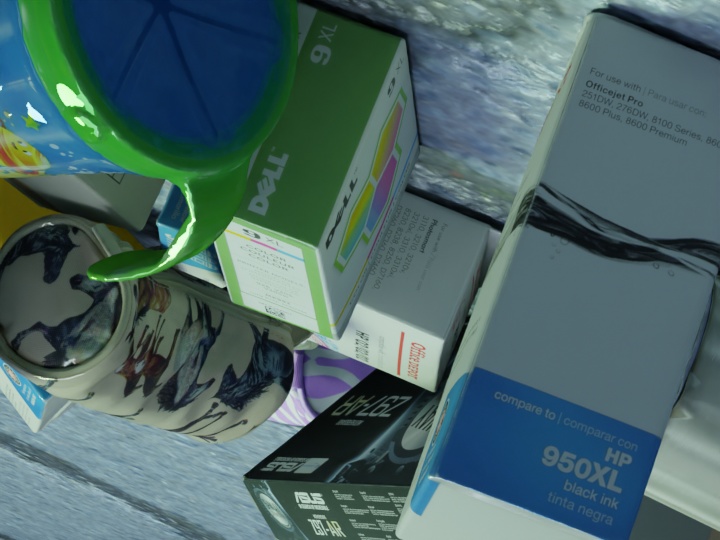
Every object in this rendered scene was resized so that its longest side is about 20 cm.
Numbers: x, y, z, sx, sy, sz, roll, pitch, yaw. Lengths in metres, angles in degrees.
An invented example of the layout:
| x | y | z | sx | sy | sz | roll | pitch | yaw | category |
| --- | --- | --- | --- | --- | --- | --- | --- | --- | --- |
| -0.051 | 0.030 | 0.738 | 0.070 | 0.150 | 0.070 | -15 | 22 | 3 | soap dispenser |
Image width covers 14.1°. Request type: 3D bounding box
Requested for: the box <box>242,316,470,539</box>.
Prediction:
| x | y | z | sx | sy | sz | roll | pitch | yaw | category |
| --- | --- | --- | --- | --- | --- | --- | --- | --- | --- |
| 0.048 | 0.085 | 1.548 | 0.044 | 0.160 | 0.200 | 59 | 154 | -14 | box |

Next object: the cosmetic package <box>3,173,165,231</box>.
| x | y | z | sx | sy | sz | roll | pitch | yaw | category |
| --- | --- | --- | --- | --- | --- | --- | --- | --- | --- |
| -0.154 | -0.109 | 1.283 | 0.071 | 0.106 | 0.200 | 13 | 161 | 36 | cosmetic package |

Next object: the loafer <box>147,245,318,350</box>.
| x | y | z | sx | sy | sz | roll | pitch | yaw | category |
| --- | --- | --- | --- | --- | --- | --- | --- | --- | --- |
| -0.094 | 0.006 | 1.677 | 0.199 | 0.070 | 0.070 | -2 | 145 | 45 | loafer |

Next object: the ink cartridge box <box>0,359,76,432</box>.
| x | y | z | sx | sy | sz | roll | pitch | yaw | category |
| --- | --- | --- | --- | --- | --- | --- | --- | --- | --- |
| -0.225 | -0.009 | 1.720 | 0.200 | 0.067 | 0.116 | 52 | 165 | 4 | ink cartridge box |

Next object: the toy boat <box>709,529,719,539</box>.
| x | y | z | sx | sy | sz | roll | pitch | yaw | category |
| --- | --- | --- | --- | --- | --- | --- | --- | --- | --- |
| 0.272 | 0.152 | 1.578 | 0.199 | 0.132 | 0.130 | 11 | -169 | 36 | toy boat |

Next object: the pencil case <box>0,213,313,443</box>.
| x | y | z | sx | sy | sz | roll | pitch | yaw | category |
| --- | --- | --- | --- | --- | --- | --- | --- | --- | --- |
| -0.102 | 0.028 | 1.396 | 0.078 | 0.089 | 0.200 | 47 | -171 | 25 | pencil case |

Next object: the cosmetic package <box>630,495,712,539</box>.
| x | y | z | sx | sy | sz | roll | pitch | yaw | category |
| --- | --- | --- | --- | --- | --- | --- | --- | --- | --- |
| 0.128 | 0.145 | 1.555 | 0.071 | 0.201 | 0.101 | 29 | 165 | -24 | cosmetic package |

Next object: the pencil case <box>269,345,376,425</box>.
| x | y | z | sx | sy | sz | roll | pitch | yaw | category |
| --- | --- | --- | --- | --- | --- | --- | --- | --- | --- |
| -0.068 | 0.050 | 1.739 | 0.085 | 0.085 | 0.199 | -13 | -170 | -39 | pencil case |

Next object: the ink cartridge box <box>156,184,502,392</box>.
| x | y | z | sx | sy | sz | roll | pitch | yaw | category |
| --- | --- | --- | --- | --- | --- | --- | --- | --- | --- |
| 0.000 | 0.000 | 1.499 | 0.199 | 0.068 | 0.115 | 22 | 166 | 5 | ink cartridge box |

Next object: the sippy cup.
| x | y | z | sx | sy | sz | roll | pitch | yaw | category |
| --- | --- | --- | --- | --- | --- | --- | --- | --- | --- |
| -0.115 | -0.094 | 1.152 | 0.130 | 0.179 | 0.139 | -12 | 153 | 42 | sippy cup |

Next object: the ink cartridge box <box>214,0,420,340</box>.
| x | y | z | sx | sy | sz | roll | pitch | yaw | category |
| --- | --- | --- | --- | --- | --- | --- | --- | --- | --- |
| -0.022 | -0.050 | 1.287 | 0.059 | 0.104 | 0.200 | 20 | 165 | 9 | ink cartridge box |

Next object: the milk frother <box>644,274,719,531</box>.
| x | y | z | sx | sy | sz | roll | pitch | yaw | category |
| --- | --- | --- | --- | --- | --- | --- | --- | --- | --- |
| 0.189 | 0.126 | 1.405 | 0.187 | 0.201 | 0.180 | 26 | 169 | -11 | milk frother |

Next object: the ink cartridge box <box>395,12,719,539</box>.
| x | y | z | sx | sy | sz | roll | pitch | yaw | category |
| --- | --- | --- | --- | --- | --- | --- | --- | --- | --- |
| 0.090 | 0.018 | 1.173 | 0.084 | 0.201 | 0.145 | 20 | 166 | 1 | ink cartridge box |

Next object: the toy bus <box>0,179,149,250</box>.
| x | y | z | sx | sy | sz | roll | pitch | yaw | category |
| --- | --- | --- | --- | --- | --- | --- | --- | --- | --- |
| -0.186 | -0.034 | 1.540 | 0.200 | 0.065 | 0.078 | 42 | 173 | 19 | toy bus |
